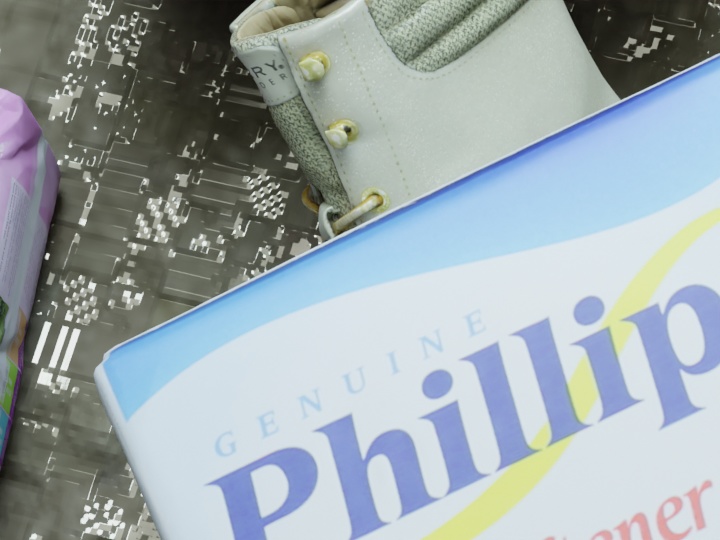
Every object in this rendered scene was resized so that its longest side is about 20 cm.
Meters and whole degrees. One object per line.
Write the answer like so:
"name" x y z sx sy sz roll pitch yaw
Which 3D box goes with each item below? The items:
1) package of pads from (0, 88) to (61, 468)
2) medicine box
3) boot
"package of pads" -0.168 0.041 0.814 0.120 0.076 0.201 5 70 9
"medicine box" 0.061 0.081 0.653 0.181 0.103 0.201 -26 71 0
"boot" 0.000 0.000 0.762 0.200 0.155 0.072 -39 24 -13
